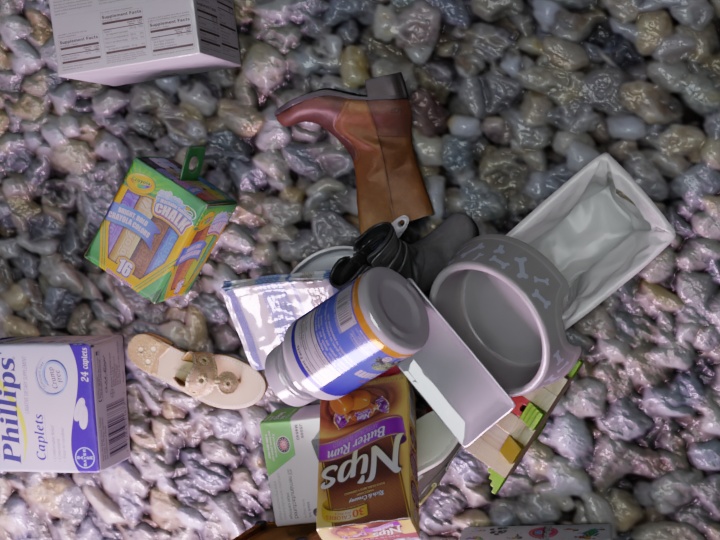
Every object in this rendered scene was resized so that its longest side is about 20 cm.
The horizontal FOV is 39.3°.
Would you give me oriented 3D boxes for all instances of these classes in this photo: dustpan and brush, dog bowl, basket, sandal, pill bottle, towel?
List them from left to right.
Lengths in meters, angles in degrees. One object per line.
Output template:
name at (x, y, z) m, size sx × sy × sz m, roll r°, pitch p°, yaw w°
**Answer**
sandal at (-0.240, 0.146, 1.412) m, size 0.211 × 0.070 × 0.078 m, roll 20°, pitch 99°, yaw 11°
towel at (-0.080, 0.068, 1.356) m, size 0.199 × 0.024 × 0.148 m, roll -7°, pitch 119°, yaw 19°
pill bottle at (-0.022, 0.088, 1.216) m, size 0.200 × 0.112 × 0.112 m, roll -35°, pitch 86°, yaw 35°
dustpan and brush at (0.000, 0.000, 1.347) m, size 0.140 × 0.057 × 0.200 m, roll 44°, pitch 103°, yaw 6°
dog bowl at (0.165, 0.060, 1.201) m, size 0.199 × 0.059 × 0.201 m, roll 27°, pitch 131°, yaw 35°
basket at (0.270, -0.031, 1.250) m, size 0.200 × 0.123 × 0.136 m, roll -41°, pitch 85°, yaw 12°

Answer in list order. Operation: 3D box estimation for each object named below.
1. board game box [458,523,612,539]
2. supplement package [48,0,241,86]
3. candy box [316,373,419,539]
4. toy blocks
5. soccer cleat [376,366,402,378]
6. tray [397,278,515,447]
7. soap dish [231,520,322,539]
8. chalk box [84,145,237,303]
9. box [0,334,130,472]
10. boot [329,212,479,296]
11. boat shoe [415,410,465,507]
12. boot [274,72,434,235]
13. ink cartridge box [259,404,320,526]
board game box at (0.236, 0.417, 1.327) m, size 0.199 × 0.064 × 0.149 m, roll -5°, pitch 94°, yaw 15°
supplement package at (-0.282, -0.319, 1.338) m, size 0.199 × 0.156 × 0.112 m, roll -5°, pitch 94°, yaw 14°
candy box at (0.010, 0.230, 1.235) m, size 0.116 × 0.057 × 0.201 m, roll -10°, pitch 51°, yaw 11°
toy blocks at (0.177, 0.165, 1.312) m, size 0.136 × 0.100 × 0.201 m, roll 34°, pitch 100°, yaw 19°
soccer cleat at (0.044, 0.134, 1.336) m, size 0.199 × 0.076 × 0.067 m, roll -17°, pitch 71°, yaw 13°
tray at (0.099, 0.110, 1.232) m, size 0.200 × 0.022 × 0.107 m, roll 51°, pitch 132°, yaw 11°
soap dish at (-0.102, 0.383, 1.334) m, size 0.156 × 0.200 × 0.082 m, roll -9°, pitch 87°, yaw 14°
chalk box at (-0.257, -0.076, 1.370) m, size 0.123 × 0.124 × 0.201 m, roll 33°, pitch 102°, yaw 9°
box at (-0.446, 0.190, 1.446) m, size 0.199 × 0.105 × 0.185 m, roll -2°, pitch 94°, yaw 14°
boot at (0.061, -0.022, 1.273) m, size 0.200 × 0.132 × 0.070 m, roll -48°, pitch 47°, yaw -10°
boat shoe at (0.066, 0.257, 1.272) m, size 0.202 × 0.060 × 0.072 m, roll -46°, pitch 43°, yaw -10°
boot at (-0.009, -0.148, 1.350) m, size 0.187 × 0.068 × 0.201 m, roll -11°, pitch 99°, yaw 6°
ink cartridge box at (-0.021, 0.255, 1.362) m, size 0.199 × 0.084 × 0.147 m, roll -9°, pitch 93°, yaw 13°
